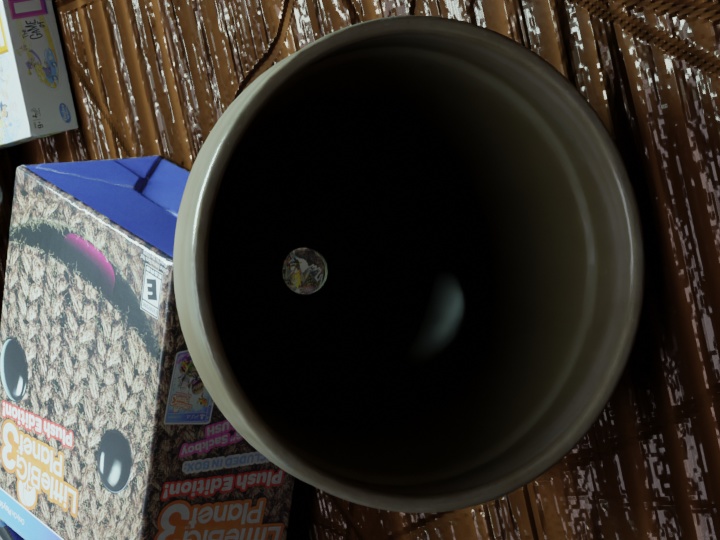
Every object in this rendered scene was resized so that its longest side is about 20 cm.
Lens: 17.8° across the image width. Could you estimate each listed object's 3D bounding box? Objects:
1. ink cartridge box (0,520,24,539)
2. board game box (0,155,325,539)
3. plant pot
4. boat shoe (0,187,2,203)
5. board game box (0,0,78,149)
[{"bbox_3d":[-0.240,0.121,1.408,0.200,0.047,0.198,-3,119,56],"label":"ink cartridge box"},{"bbox_3d":[-0.113,0.059,1.215,0.159,0.096,0.201,28,116,47],"label":"board game box"},{"bbox_3d":[0.000,0.000,1.003,0.173,0.199,0.201,174,83,-71],"label":"plant pot"},{"bbox_3d":[-0.294,-0.011,1.437,0.071,0.091,0.200,46,150,-1],"label":"boat shoe"},{"bbox_3d":[-0.235,-0.172,1.378,0.134,0.034,0.201,-9,94,54],"label":"board game box"}]
